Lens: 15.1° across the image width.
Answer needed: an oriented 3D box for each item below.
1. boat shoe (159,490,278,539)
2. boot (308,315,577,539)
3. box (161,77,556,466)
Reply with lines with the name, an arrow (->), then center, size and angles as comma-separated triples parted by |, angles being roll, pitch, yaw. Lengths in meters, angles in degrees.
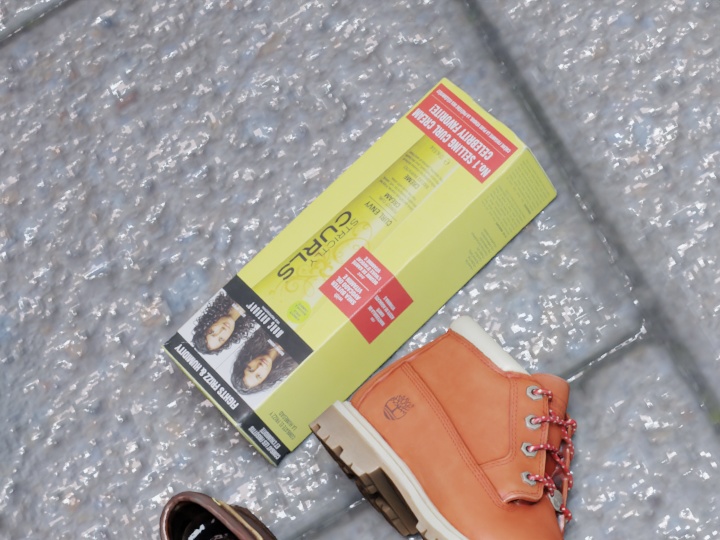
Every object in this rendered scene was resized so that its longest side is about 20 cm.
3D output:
boat shoe -> -0.039, 0.186, 1.259 | 0.070, 0.070, 0.200 | -37, 54, -1
boot -> 0.071, 0.100, 1.261 | 0.107, 0.075, 0.200 | -39, 52, -7
box -> 0.000, 0.000, 1.363 | 0.200, 0.050, 0.075 | -42, 53, -4
